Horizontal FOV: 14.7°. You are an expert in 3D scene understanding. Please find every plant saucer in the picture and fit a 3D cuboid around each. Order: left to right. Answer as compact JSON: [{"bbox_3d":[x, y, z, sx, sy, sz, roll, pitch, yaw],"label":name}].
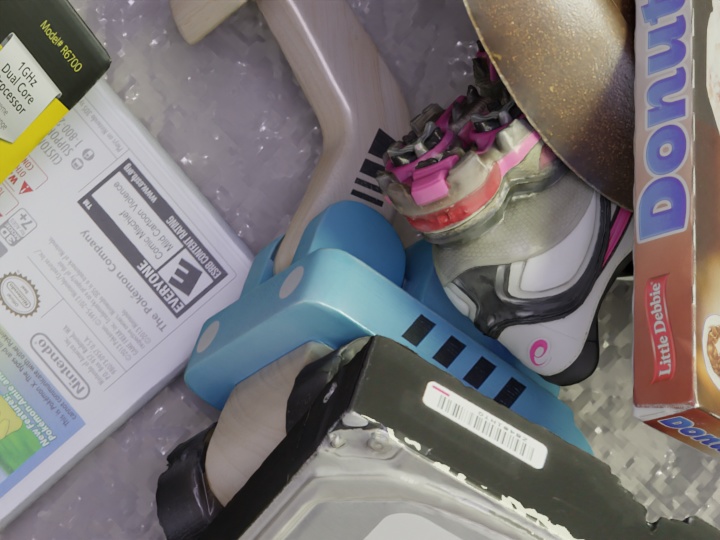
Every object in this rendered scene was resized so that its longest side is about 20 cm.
[{"bbox_3d":[0.093,-0.115,0.868,0.200,0.032,0.201,20,63,-47],"label":"plant saucer"}]

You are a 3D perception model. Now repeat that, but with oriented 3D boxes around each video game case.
[{"bbox_3d":[-0.159,-0.011,0.925,0.182,0.022,0.200,-41,89,-10],"label":"video game case"}]

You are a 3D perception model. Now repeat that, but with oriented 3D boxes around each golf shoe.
[{"bbox_3d":[0.075,-0.041,0.903,0.092,0.072,0.200,58,41,-17],"label":"golf shoe"}]

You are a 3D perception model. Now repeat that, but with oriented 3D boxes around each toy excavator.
[{"bbox_3d":[0.000,0.000,0.904,0.194,0.100,0.201,35,50,-19],"label":"toy excavator"}]

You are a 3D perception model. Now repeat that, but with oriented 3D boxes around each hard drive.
[{"bbox_3d":[0.013,0.116,0.836,0.139,0.200,0.038,31,46,-10],"label":"hard drive"}]

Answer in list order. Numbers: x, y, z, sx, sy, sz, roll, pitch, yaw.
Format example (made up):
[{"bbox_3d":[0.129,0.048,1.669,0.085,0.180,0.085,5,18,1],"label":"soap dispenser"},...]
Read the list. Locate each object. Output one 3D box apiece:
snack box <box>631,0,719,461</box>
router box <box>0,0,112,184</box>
[{"bbox_3d":[0.109,-0.042,0.817,0.072,0.024,0.201,26,58,-44],"label":"snack box"},{"bbox_3d":[-0.180,-0.076,0.829,0.051,0.200,0.149,33,77,39],"label":"router box"}]
